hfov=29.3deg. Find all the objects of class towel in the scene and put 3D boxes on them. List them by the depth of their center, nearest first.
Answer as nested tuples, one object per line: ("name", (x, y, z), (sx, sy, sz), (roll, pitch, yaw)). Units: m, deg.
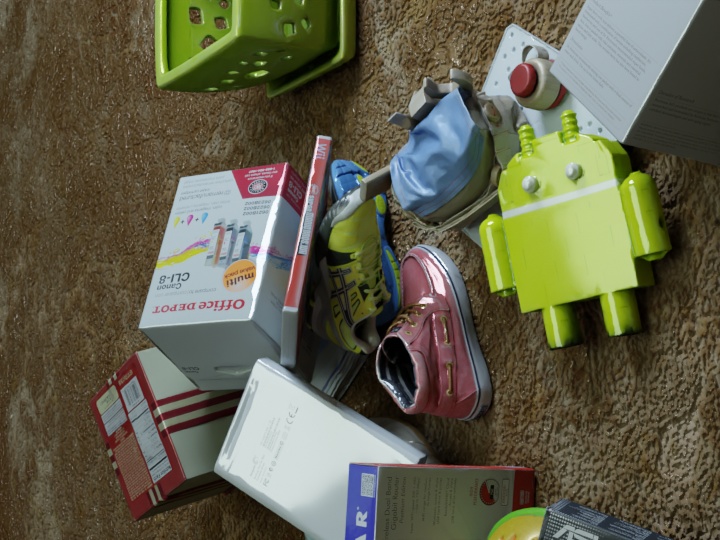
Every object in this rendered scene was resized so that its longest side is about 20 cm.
("towel", (-0.049, 0.053, 1.582), (0.147, 0.024, 0.200), (-57, 42, 32))

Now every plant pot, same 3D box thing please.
("plant pot", (-0.115, -0.314, 1.604), (0.200, 0.181, 0.200), (-17, 70, 54))

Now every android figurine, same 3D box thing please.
("android figurine", (0.183, -0.036, 1.198), (0.181, 0.041, 0.201), (-14, 85, 40))

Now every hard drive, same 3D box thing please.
("hard drive", (-0.043, 0.191, 1.366), (0.199, 0.026, 0.132), (29, 106, 23))

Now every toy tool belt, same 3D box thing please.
("toy tool belt", (0.090, -0.124, 1.272), (0.200, 0.122, 0.125), (-52, 45, 38))

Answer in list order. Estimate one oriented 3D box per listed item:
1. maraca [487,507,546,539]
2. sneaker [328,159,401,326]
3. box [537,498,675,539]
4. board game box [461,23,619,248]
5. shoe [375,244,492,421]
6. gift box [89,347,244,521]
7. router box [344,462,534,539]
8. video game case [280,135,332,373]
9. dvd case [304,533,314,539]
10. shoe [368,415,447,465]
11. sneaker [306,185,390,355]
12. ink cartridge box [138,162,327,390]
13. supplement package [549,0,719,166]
("maraca", (0.173, 0.269, 1.141), (0.199, 0.107, 0.138), (4, 102, 51))
("sneaker", (-0.008, -0.031, 1.493), (0.083, 0.071, 0.201), (-34, 60, 41))
("box", (0.218, 0.283, 1.043), (0.199, 0.044, 0.161), (18, 101, 24))
("board game box", (0.165, -0.103, 1.291), (0.200, 0.026, 0.201), (45, 121, 49))
("shoe", (0.058, 0.055, 1.361), (0.072, 0.091, 0.201), (-48, 47, 40))
("gift box", (-0.187, 0.160, 1.617), (0.184, 0.186, 0.201), (-34, 72, 50))
("router box", (0.070, 0.274, 1.228), (0.049, 0.179, 0.201), (-5, 81, 56))
("video game case", (-0.055, -0.014, 1.393), (0.143, 0.017, 0.201), (97, -178, -62))
("dvd case", (-0.005, 0.343, 1.423), (0.146, 0.022, 0.201), (5, 101, 53))
("shoe", (0.041, 0.199, 1.395), (0.200, 0.053, 0.070), (30, 109, 54))
("sneaker", (0.000, 0.000, 1.381), (0.076, 0.075, 0.201), (32, 140, 25))
("ink cartridge box", (-0.126, 0.011, 1.501), (0.145, 0.145, 0.201), (-6, 56, 25))
("supplement package", (0.263, -0.203, 1.078), (0.201, 0.119, 0.121), (-64, 37, 27))
